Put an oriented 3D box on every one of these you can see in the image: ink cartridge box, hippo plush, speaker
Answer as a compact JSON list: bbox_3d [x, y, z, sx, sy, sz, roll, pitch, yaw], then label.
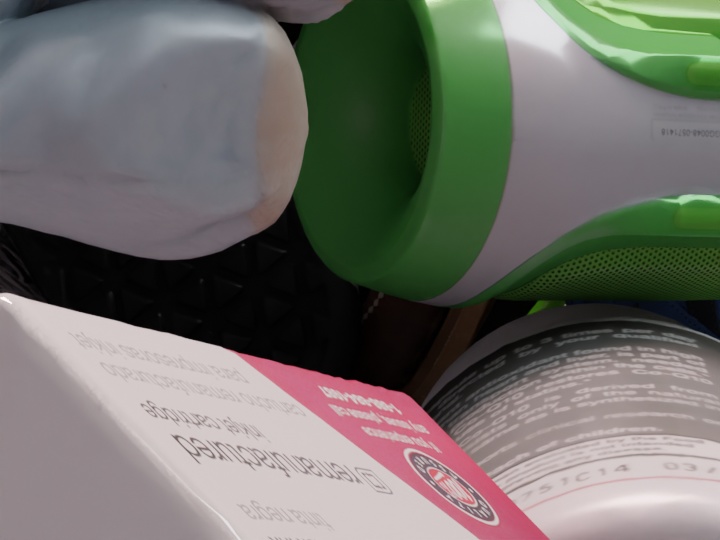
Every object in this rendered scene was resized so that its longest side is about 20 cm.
[{"bbox_3d":[0.019,0.105,0.406,0.200,0.084,0.145,45,11,23],"label":"ink cartridge box"},{"bbox_3d":[-0.103,-0.064,0.574,0.159,0.200,0.161,34,-11,-29],"label":"hippo plush"},{"bbox_3d":[0.087,-0.033,0.660,0.200,0.089,0.088,0,31,-29],"label":"speaker"}]

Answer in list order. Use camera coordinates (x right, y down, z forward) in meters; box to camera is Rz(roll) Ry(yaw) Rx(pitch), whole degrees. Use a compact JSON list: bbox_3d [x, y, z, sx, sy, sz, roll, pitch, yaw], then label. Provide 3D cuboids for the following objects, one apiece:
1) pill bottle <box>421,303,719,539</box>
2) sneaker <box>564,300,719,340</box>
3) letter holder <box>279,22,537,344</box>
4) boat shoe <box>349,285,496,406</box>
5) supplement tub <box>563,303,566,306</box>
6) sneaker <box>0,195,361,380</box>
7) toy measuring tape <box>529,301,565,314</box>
[{"bbox_3d":[0.057,0.074,0.598,0.114,0.114,0.200,39,10,-7],"label":"pill bottle"},{"bbox_3d":[0.081,0.022,0.740,0.200,0.078,0.066,54,-3,21],"label":"sneaker"},{"bbox_3d":[-0.034,-0.065,0.924,0.200,0.101,0.142,32,11,-38],"label":"letter holder"},{"bbox_3d":[0.000,0.000,0.776,0.070,0.071,0.200,26,-13,-2],"label":"boat shoe"},{"bbox_3d":[0.157,0.078,0.866,0.200,0.145,0.145,32,13,-40],"label":"supplement tub"},{"bbox_3d":[-0.069,-0.035,0.740,0.200,0.072,0.083,43,8,15],"label":"sneaker"},{"bbox_3d":[0.039,-0.021,1.089,0.200,0.074,0.074,48,13,36],"label":"toy measuring tape"}]
